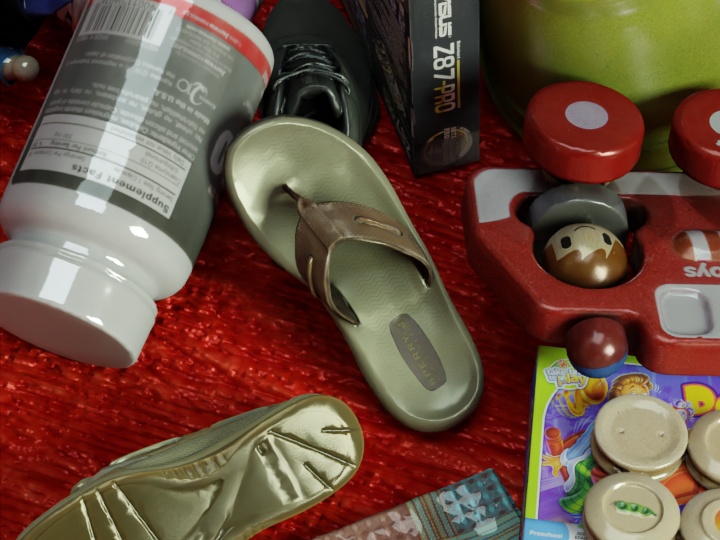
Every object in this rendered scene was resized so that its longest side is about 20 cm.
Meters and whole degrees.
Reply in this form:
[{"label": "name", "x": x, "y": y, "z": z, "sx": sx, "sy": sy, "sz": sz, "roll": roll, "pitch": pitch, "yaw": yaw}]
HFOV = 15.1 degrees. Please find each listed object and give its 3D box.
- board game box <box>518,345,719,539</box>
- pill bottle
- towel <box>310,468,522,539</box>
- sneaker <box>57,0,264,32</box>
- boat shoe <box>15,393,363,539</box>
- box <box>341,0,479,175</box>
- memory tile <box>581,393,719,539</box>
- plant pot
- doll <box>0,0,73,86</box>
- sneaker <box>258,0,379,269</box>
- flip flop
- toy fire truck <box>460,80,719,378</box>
[{"label": "board game box", "x": 0.186, "y": 0.115, "z": 1.436, "sx": 0.200, "sy": 0.045, "sz": 0.135, "roll": 6, "pitch": 49, "yaw": 1}, {"label": "pill bottle", "x": -0.133, "y": -0.054, "z": 1.524, "sx": 0.114, "sy": 0.114, "sz": 0.200, "roll": 16, "pitch": 71, "yaw": 13}, {"label": "towel", "x": 0.049, "y": 0.202, "z": 1.400, "sx": 0.147, "sy": 0.022, "sz": 0.200, "roll": -20, "pitch": 55, "yaw": -14}, {"label": "sneaker", "x": -0.169, "y": -0.172, "z": 1.649, "sx": 0.200, "sy": 0.073, "sz": 0.114, "roll": 16, "pitch": 45, "yaw": 14}, {"label": "boat shoe", "x": -0.096, "y": 0.122, "z": 1.445, "sx": 0.201, "sy": 0.063, "sz": 0.073, "roll": -29, "pitch": 102, "yaw": -15}, {"label": "box", "x": 0.020, "y": -0.181, "z": 1.607, "sx": 0.049, "sy": 0.161, "sz": 0.200, "roll": -13, "pitch": 52, "yaw": -10}, {"label": "memory tile", "x": 0.211, "y": 0.136, "z": 1.379, "sx": 0.200, "sy": 0.017, "sz": 0.153, "roll": 9, "pitch": 50, "yaw": 4}, {"label": "plant pot", "x": 0.146, "y": -0.175, "z": 1.541, "sx": 0.200, "sy": 0.193, "sz": 0.201, "roll": -4, "pitch": 72, "yaw": 13}, {"label": "doll", "x": -0.209, "y": -0.180, "z": 1.614, "sx": 0.048, "sy": 0.200, "sz": 0.137, "roll": 0, "pitch": 69, "yaw": -43}, {"label": "sneaker", "x": -0.025, "y": -0.096, "z": 1.588, "sx": 0.076, "sy": 0.091, "sz": 0.200, "roll": -7, "pitch": 51, "yaw": -1}, {"label": "flip flop", "x": 0.000, "y": 0.000, "z": 1.483, "sx": 0.081, "sy": 0.058, "sz": 0.200, "roll": -32, "pitch": 89, "yaw": -3}, {"label": "toy fire truck", "x": 0.159, "y": -0.008, "z": 1.476, "sx": 0.200, "sy": 0.112, "sz": 0.168, "roll": 2, "pitch": 41, "yaw": -7}]
